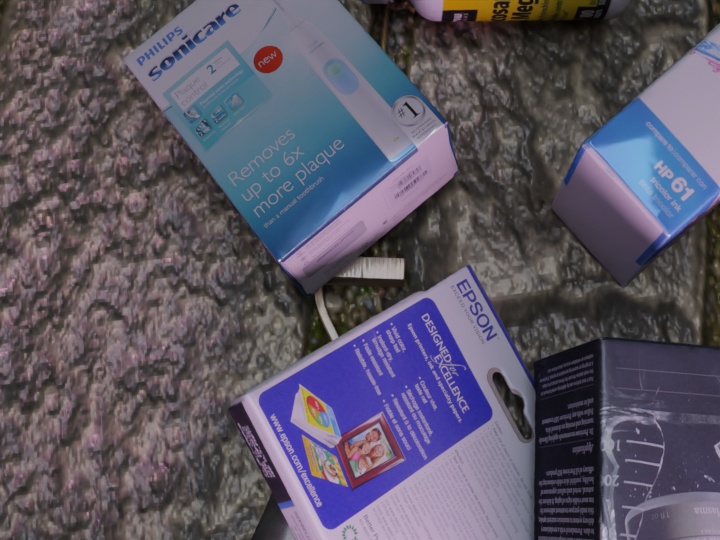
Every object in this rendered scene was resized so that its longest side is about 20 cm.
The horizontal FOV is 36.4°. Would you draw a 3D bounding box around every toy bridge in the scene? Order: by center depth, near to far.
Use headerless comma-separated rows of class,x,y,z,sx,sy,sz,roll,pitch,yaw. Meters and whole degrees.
toy bridge,0.000,0.000,0.791,0.066,0.027,0.204,1,76,2

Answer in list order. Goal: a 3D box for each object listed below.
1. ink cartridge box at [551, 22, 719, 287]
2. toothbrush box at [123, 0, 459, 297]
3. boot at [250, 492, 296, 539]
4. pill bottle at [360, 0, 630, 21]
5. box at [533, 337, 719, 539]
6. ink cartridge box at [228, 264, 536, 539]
ink cartridge box,0.237,-0.097,0.746,0.199,0.145,0.085,-42,79,-7
toothbrush box,-0.048,-0.110,0.772,0.146,0.085,0.201,-37,68,-3
boot,-0.087,0.231,0.719,0.180,0.073,0.203,25,85,-7
pill bottle,0.097,-0.241,0.801,0.196,0.113,0.115,0,77,2
box,0.217,0.154,0.683,0.196,0.124,0.200,5,78,-10
ink cartridge box,0.041,0.127,0.723,0.198,0.047,0.200,-27,87,-33
